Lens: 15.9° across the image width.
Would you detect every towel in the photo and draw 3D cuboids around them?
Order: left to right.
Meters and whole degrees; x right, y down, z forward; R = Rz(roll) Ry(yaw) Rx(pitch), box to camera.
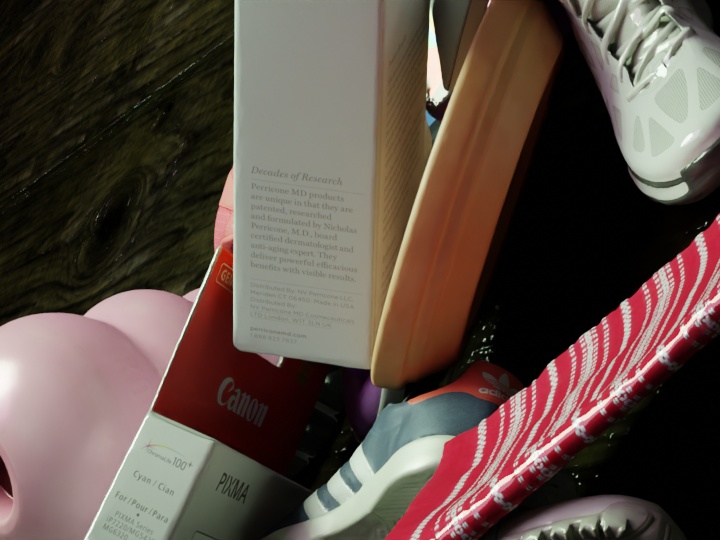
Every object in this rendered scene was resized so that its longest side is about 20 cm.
[{"bbox_3d":[0.089,0.043,1.012,0.200,0.022,0.145,-43,3,25],"label":"towel"}]

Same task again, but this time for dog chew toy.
[{"bbox_3d":[-0.115,0.067,1.319,0.200,0.125,0.125,-24,-11,-38],"label":"dog chew toy"}]

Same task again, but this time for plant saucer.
[{"bbox_3d":[0.053,-0.036,1.193,0.200,0.037,0.201,18,-90,-84],"label":"plant saucer"}]

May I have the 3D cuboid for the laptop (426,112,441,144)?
[{"bbox_3d":[0.011,-0.090,1.397,0.187,0.116,0.200,-47,19,45],"label":"laptop"}]

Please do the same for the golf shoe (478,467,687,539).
[{"bbox_3d":[0.069,0.110,1.039,0.200,0.078,0.097,-36,27,55],"label":"golf shoe"}]

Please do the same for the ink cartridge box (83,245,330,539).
[{"bbox_3d":[-0.057,0.098,1.273,0.177,0.045,0.200,-65,-21,-6],"label":"ink cartridge box"}]

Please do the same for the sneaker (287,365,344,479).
[{"bbox_3d":[-0.074,0.102,1.454,0.200,0.078,0.090,-63,15,6],"label":"sneaker"}]

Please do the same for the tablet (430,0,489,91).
[{"bbox_3d":[0.047,-0.191,1.211,0.200,0.014,0.130,-97,19,-49],"label":"tablet"}]

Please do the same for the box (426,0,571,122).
[{"bbox_3d":[0.078,-0.185,1.303,0.200,0.039,0.137,-47,51,14],"label":"box"}]

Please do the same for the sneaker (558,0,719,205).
[{"bbox_3d":[0.109,-0.107,1.123,0.076,0.115,0.201,-42,23,13],"label":"sneaker"}]

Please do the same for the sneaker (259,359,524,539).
[{"bbox_3d":[0.017,0.105,1.211,0.200,0.075,0.085,-36,24,48],"label":"sneaker"}]

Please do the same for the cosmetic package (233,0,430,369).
[{"bbox_3d":[-0.013,-0.067,1.188,0.101,0.071,0.200,-63,-21,-59],"label":"cosmetic package"}]

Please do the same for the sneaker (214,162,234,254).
[{"bbox_3d":[-0.033,-0.046,1.341,0.200,0.074,0.087,112,177,-56],"label":"sneaker"}]

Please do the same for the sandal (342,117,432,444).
[{"bbox_3d":[-0.001,-0.004,1.318,0.083,0.050,0.203,-110,24,-57],"label":"sandal"}]
